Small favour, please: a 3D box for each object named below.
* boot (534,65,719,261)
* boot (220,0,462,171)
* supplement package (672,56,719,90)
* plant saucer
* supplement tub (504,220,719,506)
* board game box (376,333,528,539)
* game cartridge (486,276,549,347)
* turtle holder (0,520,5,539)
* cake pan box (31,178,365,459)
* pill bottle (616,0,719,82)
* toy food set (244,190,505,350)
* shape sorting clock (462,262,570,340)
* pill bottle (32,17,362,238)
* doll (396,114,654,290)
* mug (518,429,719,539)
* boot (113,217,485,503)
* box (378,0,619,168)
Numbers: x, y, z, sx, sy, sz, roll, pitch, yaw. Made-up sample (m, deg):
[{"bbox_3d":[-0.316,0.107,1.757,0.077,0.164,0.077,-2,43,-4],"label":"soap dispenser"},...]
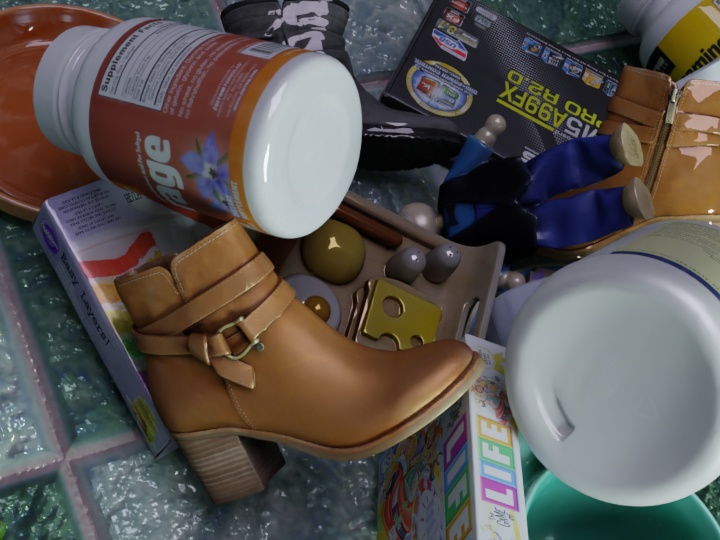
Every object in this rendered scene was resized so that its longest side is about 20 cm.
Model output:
[{"bbox_3d":[0.192,-0.083,0.931,0.198,0.074,0.156,9,97,10],"label":"boot"},{"bbox_3d":[-0.015,-0.154,0.938,0.198,0.070,0.133,5,71,-8],"label":"boot"},{"bbox_3d":[0.363,-0.098,0.967,0.201,0.155,0.111,62,14,0],"label":"supplement package"},{"bbox_3d":[-0.220,-0.116,0.893,0.198,0.032,0.202,10,56,-14],"label":"plant saucer"},{"bbox_3d":[0.189,0.048,0.741,0.145,0.145,0.200,47,29,14],"label":"supplement tub"},{"bbox_3d":[0.051,0.155,0.715,0.034,0.135,0.201,20,37,-14],"label":"board game box"},{"bbox_3d":[0.189,0.065,0.873,0.198,0.041,0.134,0,55,-28],"label":"game cartridge"},{"bbox_3d":[-0.193,0.238,0.598,0.140,0.132,0.186,4,42,38],"label":"turtle holder"},{"bbox_3d":[-0.097,0.006,0.828,0.199,0.052,0.185,-23,80,-32],"label":"cake pan box"},{"bbox_3d":[0.332,-0.194,1.098,0.112,0.113,0.200,-26,69,-32],"label":"pill bottle"},{"bbox_3d":[0.000,0.000,0.812,0.199,0.060,0.145,25,59,-14],"label":"toy food set"},{"bbox_3d":[0.169,0.082,0.900,0.198,0.039,0.202,10,55,-14],"label":"shape sorting clock"},{"bbox_3d":[-0.107,-0.096,0.750,0.199,0.113,0.112,17,47,30],"label":"pill bottle"},{"bbox_3d":[0.114,-0.053,0.896,0.048,0.199,0.138,4,73,-60],"label":"doll"},{"bbox_3d":[0.145,0.195,0.769,0.151,0.115,0.186,4,56,-17],"label":"mug"},{"bbox_3d":[-0.040,0.037,0.712,0.156,0.199,0.077,66,18,-8],"label":"boot"},{"bbox_3d":[0.127,-0.144,1.031,0.199,0.044,0.161,28,52,0],"label":"box"}]
